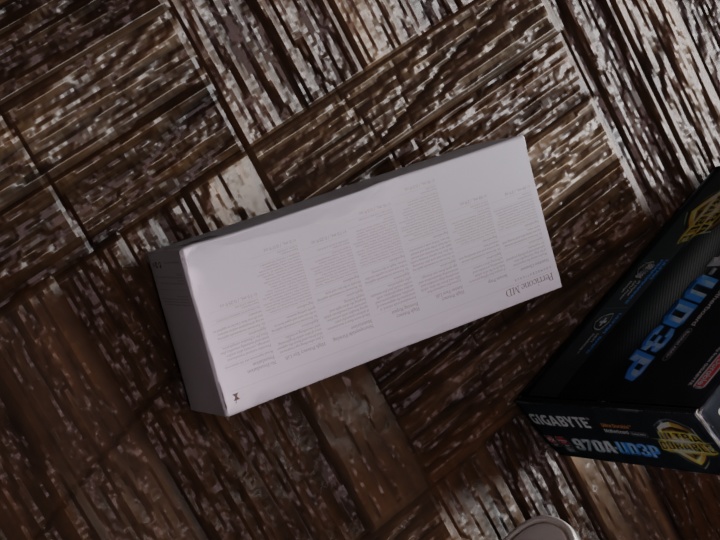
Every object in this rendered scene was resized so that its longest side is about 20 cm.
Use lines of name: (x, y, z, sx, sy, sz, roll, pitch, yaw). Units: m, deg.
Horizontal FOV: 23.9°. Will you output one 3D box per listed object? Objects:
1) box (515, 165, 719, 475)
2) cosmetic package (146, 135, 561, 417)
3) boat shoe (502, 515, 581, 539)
box: (0.194, 0.018, 0.887, 0.200, 0.159, 0.046, -46, 108, -20)
cosmetic package: (0.000, 0.000, 0.841, 0.199, 0.051, 0.083, -19, 97, -27)
boat shoe: (0.076, 0.227, 0.881, 0.057, 0.066, 0.202, 27, 80, -52)
